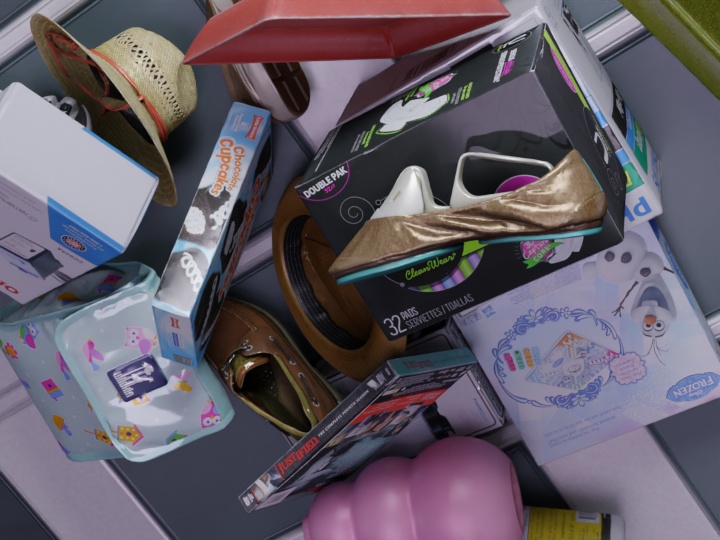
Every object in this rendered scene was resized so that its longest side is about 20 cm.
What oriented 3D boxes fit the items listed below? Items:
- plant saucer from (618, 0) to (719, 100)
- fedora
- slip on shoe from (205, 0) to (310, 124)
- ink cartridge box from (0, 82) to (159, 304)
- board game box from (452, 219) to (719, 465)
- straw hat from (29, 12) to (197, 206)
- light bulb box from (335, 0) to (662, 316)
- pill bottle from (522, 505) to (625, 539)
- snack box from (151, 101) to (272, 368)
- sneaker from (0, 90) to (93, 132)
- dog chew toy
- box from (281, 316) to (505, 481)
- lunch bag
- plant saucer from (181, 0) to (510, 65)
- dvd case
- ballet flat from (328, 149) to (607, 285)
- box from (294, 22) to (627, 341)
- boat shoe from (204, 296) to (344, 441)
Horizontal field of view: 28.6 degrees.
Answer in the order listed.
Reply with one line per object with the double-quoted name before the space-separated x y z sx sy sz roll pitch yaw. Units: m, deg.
"plant saucer" 0.313 -0.228 1.083 0.200 0.048 0.200 -39 127 24
"fedora" 0.000 0.000 1.246 0.200 0.082 0.201 35 135 45
"slip on shoe" -0.108 -0.216 1.202 0.060 0.076 0.200 -9 119 32
"ink cartridge box" -0.289 -0.060 1.207 0.146 0.086 0.200 35 147 -24
"board game box" 0.207 0.058 1.284 0.200 0.043 0.199 -24 108 20
"straw hat" -0.191 -0.160 1.226 0.085 0.201 0.201 -40 107 -18
"light bulb box" 0.120 -0.104 1.178 0.198 0.125 0.200 -29 106 22
"pill bottle" 0.152 0.282 1.364 0.199 0.111 0.112 4 116 9
"snack box" -0.123 -0.029 1.202 0.037 0.200 0.116 17 156 5
"sneaker" -0.327 -0.130 1.281 0.200 0.075 0.081 21 162 15
"dog chew toy" 0.045 0.222 1.286 0.199 0.125 0.125 -12 113 11
"box" 0.026 0.123 1.340 0.200 0.060 0.117 -26 108 21
"lunch bag" -0.223 0.082 1.305 0.200 0.122 0.171 -6 118 42
"plant saucer" -0.018 -0.195 1.097 0.200 0.200 0.037 -7 91 -25
"dvd case" -0.001 0.139 1.245 0.200 0.146 0.022 -46 69 25
"ballet flat" 0.069 -0.043 0.978 0.199 0.068 0.073 -12 91 17
"box" 0.081 -0.066 1.065 0.200 0.124 0.149 -25 108 22
"boat shoe" -0.093 0.085 1.299 0.200 0.068 0.072 36 100 23
